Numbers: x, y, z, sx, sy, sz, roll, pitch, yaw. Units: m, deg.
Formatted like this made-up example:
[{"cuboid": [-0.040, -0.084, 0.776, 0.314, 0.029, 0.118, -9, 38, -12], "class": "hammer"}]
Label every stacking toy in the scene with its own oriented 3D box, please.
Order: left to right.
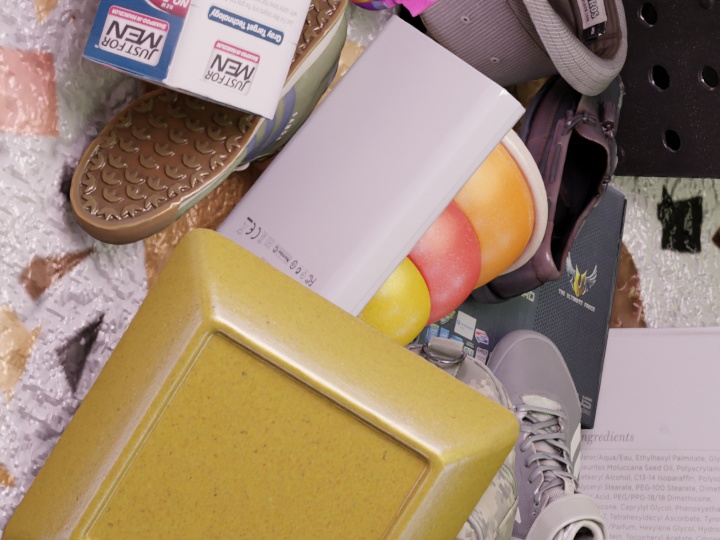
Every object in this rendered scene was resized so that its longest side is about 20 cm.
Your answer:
[{"cuboid": [0.000, 0.000, 1.610, 0.200, 0.146, 0.146, -53, 129, -36], "class": "stacking toy"}]

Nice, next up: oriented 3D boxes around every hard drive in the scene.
[{"cuboid": [-0.012, -0.034, 1.551, 0.027, 0.132, 0.200, 38, 91, -34], "class": "hard drive"}]

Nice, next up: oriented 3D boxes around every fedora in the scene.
[{"cuboid": [0.081, -0.185, 1.756, 0.200, 0.090, 0.177, 50, 30, -40], "class": "fedora"}]

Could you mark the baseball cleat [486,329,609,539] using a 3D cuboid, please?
[{"cuboid": [0.113, 0.124, 1.704, 0.070, 0.106, 0.200, 7, 73, -24], "class": "baseball cleat"}]

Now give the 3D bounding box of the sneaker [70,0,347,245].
[{"cuboid": [-0.075, -0.074, 1.590, 0.200, 0.067, 0.090, -48, 161, -20], "class": "sneaker"}]

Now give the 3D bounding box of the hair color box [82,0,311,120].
[{"cuboid": [-0.062, -0.186, 1.490, 0.100, 0.060, 0.200, 16, 93, -56], "class": "hair color box"}]

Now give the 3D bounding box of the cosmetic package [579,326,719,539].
[{"cuboid": [0.239, 0.139, 1.910, 0.165, 0.165, 0.200, 6, 84, -53], "class": "cosmetic package"}]

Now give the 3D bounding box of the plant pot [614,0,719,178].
[{"cuboid": [0.253, -0.148, 1.930, 0.177, 0.199, 0.200, -24, 108, -38], "class": "plant pot"}]

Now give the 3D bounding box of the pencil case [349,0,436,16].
[{"cuboid": [-0.036, -0.199, 1.630, 0.200, 0.088, 0.088, 10, 81, -49], "class": "pencil case"}]

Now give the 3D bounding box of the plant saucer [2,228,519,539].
[{"cuboid": [-0.052, 0.112, 1.476, 0.200, 0.200, 0.048, -58, -177, 7], "class": "plant saucer"}]

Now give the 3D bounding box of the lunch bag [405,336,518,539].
[{"cuboid": [0.019, 0.156, 1.622, 0.168, 0.139, 0.200, -53, 153, -57], "class": "lunch bag"}]

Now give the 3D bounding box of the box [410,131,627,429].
[{"cuboid": [0.084, -0.001, 1.808, 0.200, 0.051, 0.158, 27, 67, -48], "class": "box"}]

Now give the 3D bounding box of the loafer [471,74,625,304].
[{"cuboid": [0.126, -0.054, 1.772, 0.072, 0.063, 0.200, 59, 44, -30], "class": "loafer"}]
